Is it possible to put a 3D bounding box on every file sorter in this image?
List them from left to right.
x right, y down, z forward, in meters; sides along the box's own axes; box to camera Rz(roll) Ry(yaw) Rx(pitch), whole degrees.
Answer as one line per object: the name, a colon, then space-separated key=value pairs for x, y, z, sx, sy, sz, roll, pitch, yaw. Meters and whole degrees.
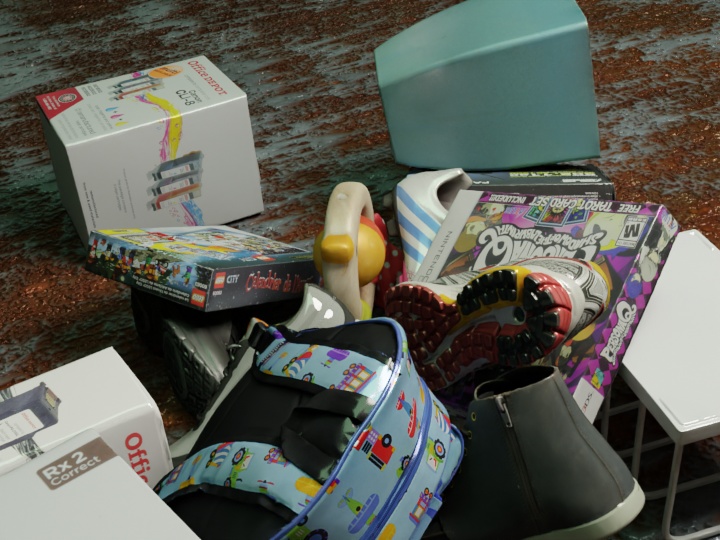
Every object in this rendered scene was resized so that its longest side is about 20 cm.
file sorter: x=0.238 y=0.083 z=0.781 sx=0.138 sy=0.125 sz=0.200 roll=-13 pitch=35 yaw=-13

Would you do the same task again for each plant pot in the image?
plant pot: x=0.119 y=-0.183 z=1.038 sx=0.198 sy=0.142 sz=0.142 roll=-12 pitch=33 yaw=5

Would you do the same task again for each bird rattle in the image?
bird rattle: x=0.000 y=0.000 z=0.913 sx=0.112 sy=0.164 sz=0.201 roll=8 pitch=40 yaw=14

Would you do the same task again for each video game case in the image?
video game case: x=0.113 y=0.027 z=0.777 sx=0.199 sy=0.036 sz=0.182 roll=10 pitch=66 yaw=49

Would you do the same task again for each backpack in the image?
backpack: x=-0.021 y=0.119 z=0.608 sx=0.183 sy=0.134 sz=0.200 roll=-54 pitch=17 yaw=-24

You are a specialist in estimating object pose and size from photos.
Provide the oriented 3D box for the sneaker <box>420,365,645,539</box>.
sneaker: x=0.077 y=0.131 z=0.683 sx=0.199 sy=0.107 sz=0.075 roll=-28 pitch=3 yaw=37

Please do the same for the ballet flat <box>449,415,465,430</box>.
ballet flat: x=0.066 y=0.142 z=0.792 sx=0.199 sy=0.068 sz=0.062 roll=-16 pitch=10 yaw=-22

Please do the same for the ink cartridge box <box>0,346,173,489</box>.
ink cartridge box: x=-0.231 y=0.162 z=0.713 sx=0.199 sy=0.146 sz=0.084 roll=-22 pitch=37 yaw=-23

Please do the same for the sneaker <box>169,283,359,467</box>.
sneaker: x=-0.085 y=0.089 z=0.810 sx=0.200 sy=0.079 sz=0.074 roll=-40 pitch=6 yaw=0

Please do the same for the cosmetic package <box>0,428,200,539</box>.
cosmetic package: x=-0.154 y=0.231 z=0.551 sx=0.164 sy=0.201 sz=0.165 roll=-29 pitch=40 yaw=-30

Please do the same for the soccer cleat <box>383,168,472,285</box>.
soccer cleat: x=0.075 y=0.003 z=0.894 sx=0.086 sy=0.070 sz=0.202 roll=-17 pitch=68 yaw=19

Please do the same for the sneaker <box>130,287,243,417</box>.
sneaker: x=-0.138 y=0.055 z=0.930 sx=0.090 sy=0.076 sz=0.200 roll=-12 pitch=37 yaw=-25

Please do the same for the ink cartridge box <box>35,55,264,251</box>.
ink cartridge box: x=-0.226 y=-0.126 z=1.139 sx=0.199 sy=0.146 sz=0.145 roll=-19 pitch=36 yaw=-20

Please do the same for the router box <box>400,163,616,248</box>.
router box: x=0.139 y=-0.065 z=1.025 sx=0.198 sy=0.063 sz=0.150 roll=-1 pitch=13 yaw=5

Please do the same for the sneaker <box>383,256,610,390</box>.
sneaker: x=0.088 y=0.034 z=0.716 sx=0.082 sy=0.079 sz=0.199 roll=-16 pitch=3 yaw=-35

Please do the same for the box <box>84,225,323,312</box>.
box: x=-0.133 y=-0.006 z=0.962 sx=0.136 sy=0.038 sz=0.200 roll=17 pitch=11 yaw=27
